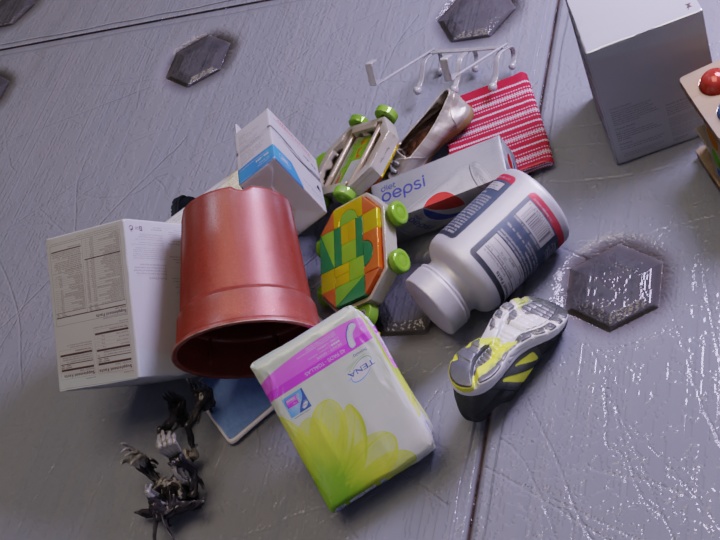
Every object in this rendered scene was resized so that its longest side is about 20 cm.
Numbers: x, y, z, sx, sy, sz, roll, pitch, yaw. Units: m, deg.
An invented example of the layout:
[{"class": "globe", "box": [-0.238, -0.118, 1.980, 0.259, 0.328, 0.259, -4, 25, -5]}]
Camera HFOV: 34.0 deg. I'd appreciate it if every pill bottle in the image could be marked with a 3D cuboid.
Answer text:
[{"class": "pill bottle", "box": [0.156, -0.020, 1.489, 0.200, 0.120, 0.119, -42, 45, -10]}]

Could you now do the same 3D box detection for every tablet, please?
[{"class": "tablet", "box": [-0.125, 0.132, 1.583, 0.199, 0.014, 0.130, -40, 46, -7]}]

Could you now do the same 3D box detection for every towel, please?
[{"class": "towel", "box": [0.191, -0.197, 1.691, 0.143, 0.023, 0.202, -20, 46, 12]}]

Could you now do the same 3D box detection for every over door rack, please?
[{"class": "over door rack", "box": [0.120, -0.288, 1.721, 0.146, 0.068, 0.199, 3, 16, 37]}]

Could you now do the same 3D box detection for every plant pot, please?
[{"class": "plant pot", "box": [-0.150, 0.011, 1.510, 0.198, 0.201, 0.198, -15, 66, 15]}]

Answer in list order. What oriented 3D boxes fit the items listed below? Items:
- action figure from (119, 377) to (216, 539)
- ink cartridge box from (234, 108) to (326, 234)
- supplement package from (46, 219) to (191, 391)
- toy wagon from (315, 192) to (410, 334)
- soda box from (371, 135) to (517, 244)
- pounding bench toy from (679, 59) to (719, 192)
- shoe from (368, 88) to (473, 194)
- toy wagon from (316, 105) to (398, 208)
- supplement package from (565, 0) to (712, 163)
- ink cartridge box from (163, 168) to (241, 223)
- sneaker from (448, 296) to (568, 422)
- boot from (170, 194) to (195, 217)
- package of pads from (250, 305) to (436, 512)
[{"class": "action figure", "box": [-0.246, 0.239, 1.492, 0.118, 0.102, 0.202, -20, 44, 32]}, {"class": "ink cartridge box", "box": [-0.116, -0.148, 1.665, 0.066, 0.116, 0.201, -37, 30, 14]}, {"class": "supplement package", "box": [-0.308, 0.049, 1.575, 0.149, 0.151, 0.204, -11, 82, 32]}, {"class": "toy wagon", "box": [0.000, 0.000, 1.567, 0.154, 0.039, 0.203, -25, 57, 41]}, {"class": "soda box", "box": [0.116, -0.108, 1.602, 0.197, 0.063, 0.069, -20, 58, 20]}, {"class": "pounding bench toy", "box": [0.509, -0.195, 1.423, 0.198, 0.157, 0.125, -24, 45, 7]}, {"class": "shoe", "box": [0.077, -0.178, 1.696, 0.200, 0.053, 0.070, -46, 41, 3]}, {"class": "toy wagon", "box": [-0.022, -0.158, 1.721, 0.199, 0.039, 0.157, -8, 49, 56]}, {"class": "supplement package", "box": [0.369, -0.280, 1.540, 0.150, 0.201, 0.152, -18, 46, 11]}, {"class": "ink cartridge box", "box": [-0.175, -0.019, 1.645, 0.161, 0.050, 0.202, -34, 73, 9]}, {"class": "sneaker", "box": [0.174, 0.104, 1.408, 0.199, 0.086, 0.074, -32, 48, -32]}, {"class": "boot", "box": [-0.185, -0.056, 1.729, 0.166, 0.077, 0.202, -25, 52, 12]}, {"class": "package of pads", "box": [-0.016, 0.159, 1.398, 0.153, 0.068, 0.202, -30, 83, 2]}]
